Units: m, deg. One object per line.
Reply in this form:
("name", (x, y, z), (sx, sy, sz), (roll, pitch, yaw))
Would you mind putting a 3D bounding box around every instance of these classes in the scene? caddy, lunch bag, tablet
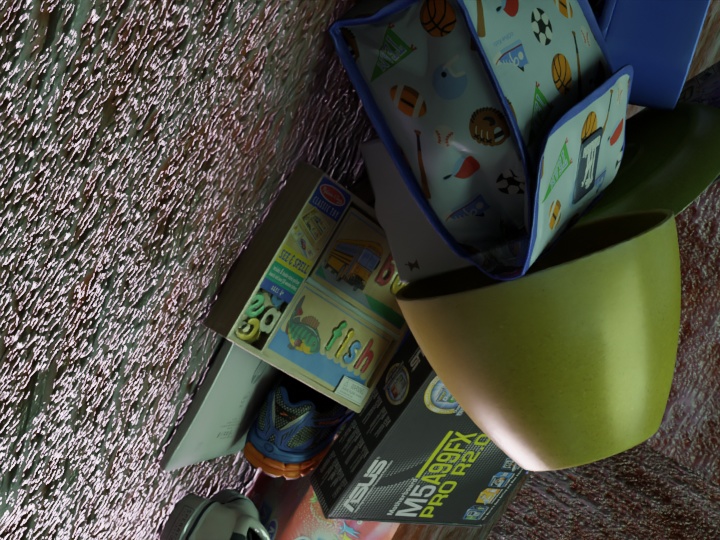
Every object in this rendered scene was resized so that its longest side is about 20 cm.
("caddy", (0.217, -0.219, 1.684), (0.141, 0.104, 0.201), (-61, 167, -75))
("lunch bag", (0.096, -0.114, 1.421), (0.123, 0.201, 0.170), (-15, -165, 36))
("tablet", (-0.090, 0.089, 1.637), (0.131, 0.014, 0.200), (-62, 169, 6))

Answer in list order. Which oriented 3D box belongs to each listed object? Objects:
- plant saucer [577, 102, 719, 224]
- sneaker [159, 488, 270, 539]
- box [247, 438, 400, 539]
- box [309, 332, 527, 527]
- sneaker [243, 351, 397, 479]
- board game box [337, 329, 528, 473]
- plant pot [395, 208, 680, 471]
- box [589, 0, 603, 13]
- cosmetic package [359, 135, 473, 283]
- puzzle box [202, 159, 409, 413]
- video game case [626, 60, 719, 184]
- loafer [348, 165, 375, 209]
("plant saucer", (0.204, -0.073, 1.691), (0.200, 0.031, 0.200), (-33, -161, 12))
("sneaker", (-0.106, 0.224, 1.751), (0.073, 0.071, 0.200), (-60, 168, 2))
("box", (-0.055, 0.246, 1.877), (0.201, 0.102, 0.095), (-60, -154, 2))
("box", (0.075, 0.118, 1.672), (0.160, 0.044, 0.200), (8, 131, -35))
("sneaker", (-0.020, 0.083, 1.717), (0.200, 0.075, 0.079), (-54, 167, -46))
("board game box", (0.065, 0.109, 1.885), (0.200, 0.159, 0.097), (50, 47, -73))
("plant pot", (0.140, 0.055, 1.490), (0.199, 0.143, 0.200), (-18, -173, 2))
("box", (0.163, -0.200, 1.836), (0.200, 0.079, 0.142), (-48, 159, -45))
("cosmetic package", (0.087, -0.072, 1.582), (0.200, 0.084, 0.108), (-34, 109, -60))
("puzzle box", (-0.021, 0.015, 1.541), (0.133, 0.025, 0.200), (-60, 146, -2))
("video game case", (0.252, -0.099, 1.757), (0.200, 0.026, 0.181), (-32, -161, 13))
("loafer", (0.025, -0.069, 1.659), (0.072, 0.063, 0.200), (-29, 174, 18))
